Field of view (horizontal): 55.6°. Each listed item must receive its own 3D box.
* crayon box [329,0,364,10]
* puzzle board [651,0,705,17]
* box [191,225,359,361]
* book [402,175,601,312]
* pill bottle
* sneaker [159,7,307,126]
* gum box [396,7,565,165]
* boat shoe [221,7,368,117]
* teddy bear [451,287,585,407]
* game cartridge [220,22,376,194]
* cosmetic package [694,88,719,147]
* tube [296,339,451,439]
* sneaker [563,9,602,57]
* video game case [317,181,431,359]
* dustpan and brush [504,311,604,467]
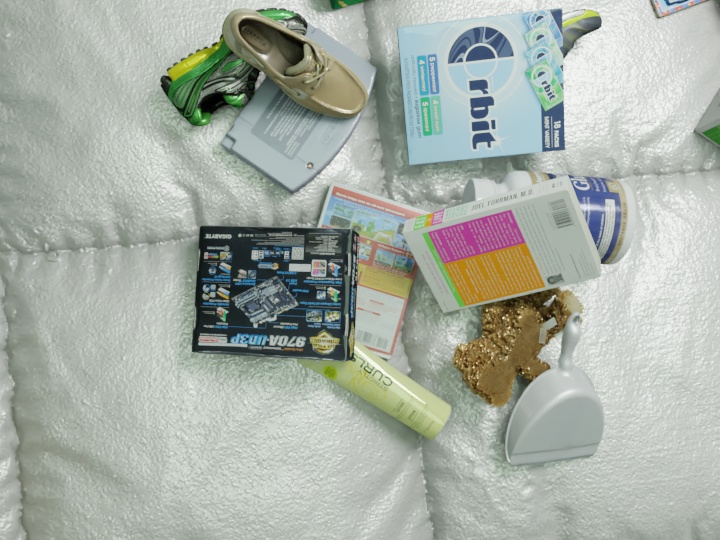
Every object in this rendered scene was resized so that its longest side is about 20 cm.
[{"bbox_3d":[-0.010,-0.463,0.905,0.118,0.058,0.201,-18,87,-6],"label":"crayon box"},{"bbox_3d":[0.485,-0.462,0.971,0.199,0.017,0.151,-22,88,-7],"label":"puzzle board"},{"bbox_3d":[-0.104,0.027,0.841,0.199,0.046,0.160,1,85,11],"label":"box"},{"bbox_3d":[0.166,-0.027,0.811,0.199,0.048,0.134,-13,128,28],"label":"book"},{"bbox_3d":[0.233,-0.069,0.871,0.199,0.111,0.112,4,85,-5],"label":"pill bottle"},{"bbox_3d":[-0.148,-0.254,0.863,0.200,0.078,0.085,-34,83,7],"label":"sneaker"},{"bbox_3d":[0.152,-0.229,0.862,0.199,0.045,0.171,-5,107,7],"label":"gum box"},{"bbox_3d":[-0.070,-0.243,0.817,0.200,0.065,0.072,29,96,-27],"label":"boat shoe"},{"bbox_3d":[0.204,0.081,0.886,0.145,0.067,0.201,32,83,-20],"label":"teddy bear"},{"bbox_3d":[-0.072,-0.207,0.892,0.133,0.040,0.200,34,84,2],"label":"game cartridge"},{"bbox_3d":[0.575,-0.178,0.913,0.200,0.108,0.085,35,84,0],"label":"cosmetic package"},{"bbox_3d":[0.019,0.142,0.867,0.200,0.052,0.058,34,70,-1],"label":"tube"},{"bbox_3d":[0.240,-0.275,0.914,0.200,0.074,0.081,-33,96,1],"label":"sneaker"},{"bbox_3d":[0.000,0.000,0.891,0.142,0.017,0.201,17,85,-4],"label":"video game case"},{"bbox_3d":[0.256,0.148,0.860,0.139,0.057,0.201,-2,121,-18],"label":"dustpan and brush"}]
